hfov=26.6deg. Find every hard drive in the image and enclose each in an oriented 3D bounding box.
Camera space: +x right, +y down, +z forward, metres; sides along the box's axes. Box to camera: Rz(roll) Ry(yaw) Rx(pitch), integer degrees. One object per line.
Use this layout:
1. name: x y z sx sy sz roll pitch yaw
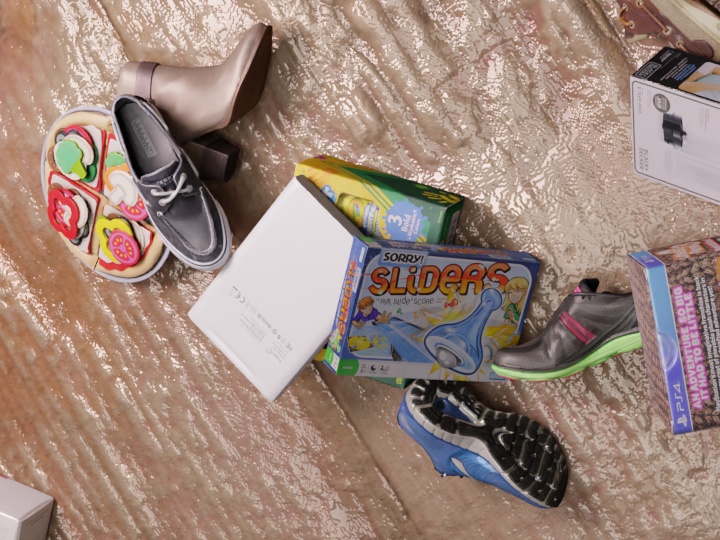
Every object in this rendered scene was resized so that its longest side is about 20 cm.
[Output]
1. hard drive: -0.075 0.019 1.554 0.132 0.027 0.200 45 116 11

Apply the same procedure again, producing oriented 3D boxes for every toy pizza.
1. toy pizza: -0.281 -0.079 1.649 0.200 0.032 0.201 16 118 33

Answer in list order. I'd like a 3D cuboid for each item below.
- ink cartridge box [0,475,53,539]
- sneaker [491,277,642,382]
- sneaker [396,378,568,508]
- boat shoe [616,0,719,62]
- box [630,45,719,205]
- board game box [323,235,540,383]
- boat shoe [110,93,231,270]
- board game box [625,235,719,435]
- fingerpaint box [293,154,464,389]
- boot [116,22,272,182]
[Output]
1. ink cartridge box: -0.463 0.345 1.812 0.146 0.083 0.200 20 107 14
2. sneaker: 0.221 0.054 1.512 0.200 0.077 0.084 -23 88 10
3. sneaker: 0.125 0.182 1.577 0.200 0.079 0.089 35 148 -4
4. boat shoe: 0.271 -0.244 1.428 0.200 0.072 0.072 36 110 2
5. box: 0.344 -0.116 1.374 0.200 0.060 0.117 25 141 36
6. board game box: 0.072 0.040 1.510 0.200 0.034 0.136 4 109 -27
7. boat shoe: -0.196 -0.091 1.551 0.072 0.068 0.200 -26 87 -1
8. board game box: 0.364 0.048 1.410 0.200 0.097 0.160 -11 98 2
9. fingerpaint box: 0.000 0.000 1.575 0.167 0.073 0.200 18 107 16
10. boot: -0.184 -0.188 1.603 0.146 0.070 0.200 25 108 15
